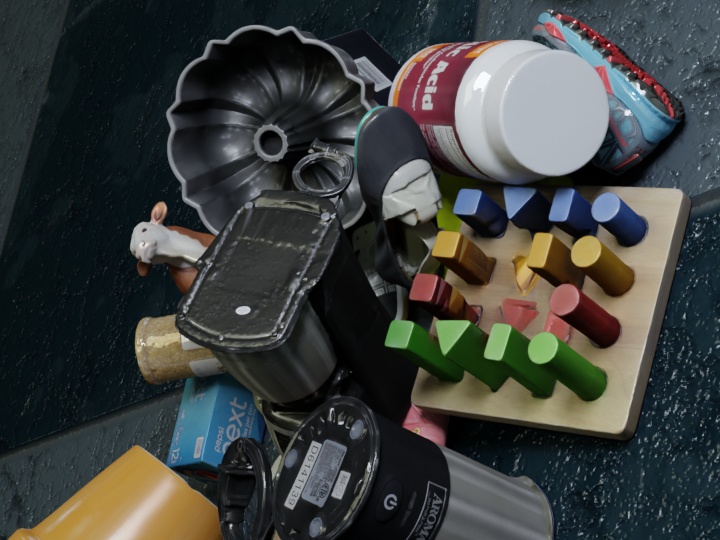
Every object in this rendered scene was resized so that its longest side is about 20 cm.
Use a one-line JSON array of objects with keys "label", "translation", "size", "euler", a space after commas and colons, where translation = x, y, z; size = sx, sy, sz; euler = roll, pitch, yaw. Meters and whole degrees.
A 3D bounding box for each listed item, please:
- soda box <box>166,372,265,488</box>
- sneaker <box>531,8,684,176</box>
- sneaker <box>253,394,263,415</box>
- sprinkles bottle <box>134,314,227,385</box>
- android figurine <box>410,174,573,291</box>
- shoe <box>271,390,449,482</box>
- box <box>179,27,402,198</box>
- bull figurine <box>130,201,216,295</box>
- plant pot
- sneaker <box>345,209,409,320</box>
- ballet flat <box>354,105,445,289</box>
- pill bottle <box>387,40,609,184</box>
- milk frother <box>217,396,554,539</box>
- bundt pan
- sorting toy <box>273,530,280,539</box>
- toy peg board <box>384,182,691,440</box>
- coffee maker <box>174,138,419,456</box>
[{"label": "soda box", "translation": [-0.130, 0.111, 1.561], "size": [0.064, 0.068, 0.201], "euler": [-16, 55, 47]}, {"label": "sneaker", "translation": [0.183, -0.149, 1.308], "size": [0.096, 0.079, 0.200], "euler": [-54, 33, 16]}, {"label": "sneaker", "translation": [-0.054, 0.113, 1.435], "size": [0.200, 0.088, 0.077], "euler": [7, 73, 56]}, {"label": "sprinkles bottle", "translation": [-0.112, 0.062, 1.489], "size": [0.199, 0.068, 0.068], "euler": [-10, 53, 13]}, {"label": "android figurine", "translation": [0.108, -0.036, 1.364], "size": [0.182, 0.041, 0.201], "euler": [-11, 58, 50]}, {"label": "shoe", "translation": [-0.006, 0.180, 1.330], "size": [0.200, 0.071, 0.091], "euler": [-34, 34, 28]}, {"label": "box", "translation": [-0.049, -0.124, 1.496], "size": [0.182, 0.104, 0.200], "euler": [-48, -4, 22]}, {"label": "bull figurine", "translation": [-0.119, 0.015, 1.357], "size": [0.121, 0.200, 0.065], "euler": [28, 81, 30]}, {"label": "plant pot", "translation": [-0.223, 0.275, 1.480], "size": [0.183, 0.200, 0.200], "euler": [-52, 31, -11]}, {"label": "sneaker", "translation": [0.000, 0.000, 1.436], "size": [0.076, 0.088, 0.201], "euler": [-16, 52, 48]}, {"label": "ballet flat", "translation": [0.041, -0.050, 1.284], "size": [0.073, 0.200, 0.073], "euler": [-3, 50, 4]}, {"label": "pill bottle", "translation": [0.110, -0.129, 1.266], "size": [0.114, 0.114, 0.200], "euler": [-65, 23, -4]}, {"label": "milk frother", "translation": [0.007, 0.190, 1.205], "size": [0.181, 0.188, 0.200], "euler": [-57, 33, 7]}, {"label": "bundt pan", "translation": [-0.064, -0.115, 1.352], "size": [0.202, 0.202, 0.076], "euler": [-46, -5, 23]}, {"label": "sorting toy", "translation": [-0.039, 0.307, 1.333], "size": [0.200, 0.036, 0.186], "euler": [-8, 60, 57]}, {"label": "toy peg board", "translation": [0.127, 0.011, 1.209], "size": [0.200, 0.098, 0.200], "euler": [5, 70, 39]}, {"label": "coffee maker", "translation": [-0.029, 0.040, 1.254], "size": [0.192, 0.200, 0.135], "euler": [-44, 50, -12]}]
